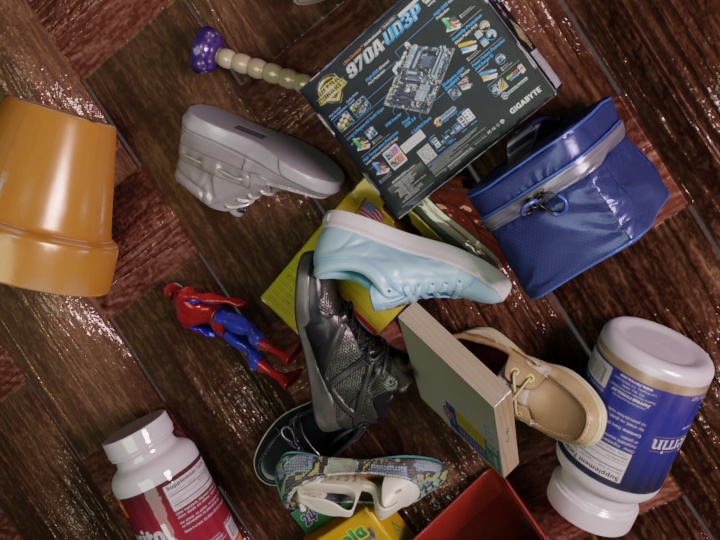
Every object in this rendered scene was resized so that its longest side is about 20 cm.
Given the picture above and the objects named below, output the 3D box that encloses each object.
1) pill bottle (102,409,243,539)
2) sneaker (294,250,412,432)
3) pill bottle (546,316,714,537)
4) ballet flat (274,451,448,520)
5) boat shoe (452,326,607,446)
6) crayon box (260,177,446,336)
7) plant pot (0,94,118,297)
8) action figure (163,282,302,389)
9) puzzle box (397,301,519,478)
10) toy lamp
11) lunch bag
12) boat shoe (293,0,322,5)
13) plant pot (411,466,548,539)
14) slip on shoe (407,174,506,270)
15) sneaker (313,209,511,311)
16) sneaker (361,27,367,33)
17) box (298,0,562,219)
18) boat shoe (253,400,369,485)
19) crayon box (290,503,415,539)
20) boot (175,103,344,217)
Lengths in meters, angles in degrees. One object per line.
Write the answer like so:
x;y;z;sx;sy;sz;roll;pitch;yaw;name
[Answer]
-0.230;0.278;1.204;0.112;0.113;0.202;-23;97;23;pill bottle
-0.005;0.071;1.032;0.113;0.076;0.202;-7;106;16;sneaker
0.264;0.159;0.999;0.114;0.116;0.202;22;112;11;pill bottle
0.003;0.245;1.103;0.197;0.074;0.075;2;108;-6;ballet flat
0.156;0.117;0.996;0.199;0.066;0.075;29;110;48;boat shoe
0.000;0.000;1.075;0.127;0.051;0.200;44;115;1;crayon box
-0.355;-0.089;1.104;0.198;0.200;0.186;18;96;13;plant pot
-0.150;0.063;1.136;0.198;0.052;0.066;27;137;22;action figure
0.101;0.124;0.997;0.025;0.201;0.133;-40;62;-13;puzzle box
-0.080;-0.202;1.040;0.198;0.058;0.059;22;112;14;toy lamp
0.185;-0.076;0.909;0.135;0.200;0.133;-33;92;29;lunch bag
0.010;-0.332;0.969;0.198;0.067;0.058;-28;80;19;boat shoe
0.151;0.368;1.044;0.200;0.200;0.176;-44;105;3;plant pot
0.080;-0.078;1.024;0.200;0.074;0.061;42;80;9;slip on shoe
0.046;0.010;0.978;0.198;0.074;0.083;18;78;9;sneaker
0.067;-0.257;0.964;0.111;0.071;0.202;23;114;7;sneaker
0.063;-0.170;0.931;0.199;0.046;0.160;-38;93;25;box
-0.056;0.192;1.147;0.199;0.062;0.075;-37;94;26;boat shoe
0.011;0.350;1.178;0.125;0.052;0.201;-37;91;24;crayon box
-0.113;-0.101;1.080;0.198;0.073;0.097;27;119;18;boot
